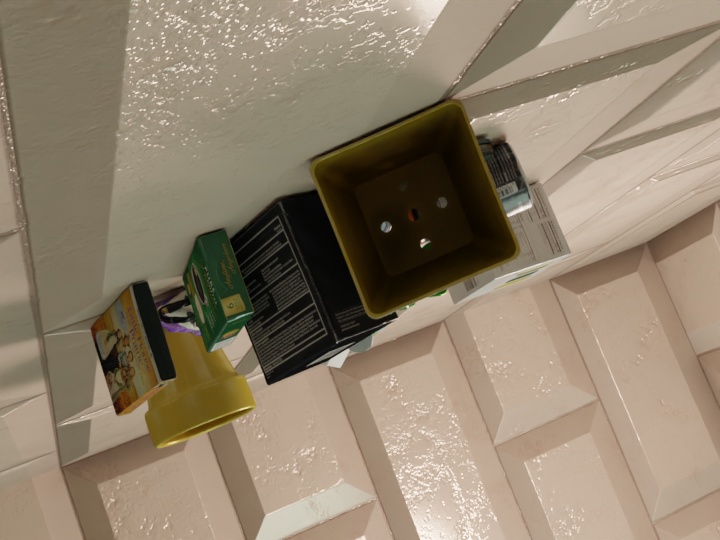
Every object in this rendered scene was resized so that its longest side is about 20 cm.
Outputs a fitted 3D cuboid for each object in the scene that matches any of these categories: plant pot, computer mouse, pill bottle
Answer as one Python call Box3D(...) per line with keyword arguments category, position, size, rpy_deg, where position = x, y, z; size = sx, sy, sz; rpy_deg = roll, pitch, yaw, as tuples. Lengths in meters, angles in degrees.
Box3D(category="plant pot", position=(0.067, -0.073, 1.276), size=(0.197, 0.203, 0.176), rpy_deg=(-23, 180, 2))
Box3D(category="plant pot", position=(-0.312, 0.199, 1.851), size=(0.198, 0.192, 0.201), rpy_deg=(-21, 171, -4))
Box3D(category="computer mouse", position=(-0.216, 0.026, 1.527), size=(0.198, 0.059, 0.034), rpy_deg=(-26, 142, -11))
Box3D(category="pill bottle", position=(0.150, -0.105, 1.513), size=(0.197, 0.108, 0.106), rpy_deg=(-23, 171, 6))

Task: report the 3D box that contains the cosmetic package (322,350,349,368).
Box3D(category="cosmetic package", position=(-0.119, 0.101, 1.780), size=(0.052, 0.198, 0.151), rpy_deg=(-60, 169, 0))

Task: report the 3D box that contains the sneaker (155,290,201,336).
Box3D(category="sneaker", position=(-0.277, 0.069, 1.639), size=(0.082, 0.082, 0.200), rpy_deg=(-7, 167, 15))

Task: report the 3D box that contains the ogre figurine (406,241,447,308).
Box3D(category="ogre figurine", position=(0.102, 0.000, 1.588), size=(0.119, 0.098, 0.201), rpy_deg=(1, -130, 56))

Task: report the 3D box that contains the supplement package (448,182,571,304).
Box3D(category="supplement package", position=(0.262, -0.051, 1.928), size=(0.198, 0.153, 0.152), rpy_deg=(-17, 169, -32))

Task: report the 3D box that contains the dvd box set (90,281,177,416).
Box3D(category="dvd box set", position=(-0.337, 0.119, 1.488), size=(0.029, 0.149, 0.199), rpy_deg=(-12, 167, -36))

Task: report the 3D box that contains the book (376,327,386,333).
Box3D(category="book", position=(-0.071, 0.070, 1.662), size=(0.197, 0.136, 0.048), rpy_deg=(-20, -168, 1))

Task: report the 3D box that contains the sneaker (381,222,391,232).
Box3D(category="sneaker", position=(-0.038, -0.049, 1.490), size=(0.087, 0.076, 0.199), rpy_deg=(-6, 162, -45))

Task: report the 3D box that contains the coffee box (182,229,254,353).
Box3D(category="coffee box", position=(-0.201, 0.033, 1.407), size=(0.043, 0.125, 0.200), rpy_deg=(-17, 168, -20))

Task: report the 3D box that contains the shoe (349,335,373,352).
Box3D(category="shoe", position=(0.002, 0.033, 1.747), size=(0.070, 0.203, 0.091), rpy_deg=(4, -154, 4))

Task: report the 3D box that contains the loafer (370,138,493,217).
Box3D(category="loafer", position=(0.102, -0.125, 1.417), size=(0.197, 0.064, 0.072), rpy_deg=(-21, 171, -13))

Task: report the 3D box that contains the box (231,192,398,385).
Box3D(category="box", position=(-0.077, 0.022, 1.394), size=(0.122, 0.201, 0.199), rpy_deg=(-18, 171, -39))

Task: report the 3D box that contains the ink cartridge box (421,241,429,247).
Box3D(category="ink cartridge box", position=(0.124, -0.076, 1.724), size=(0.114, 0.069, 0.200), rpy_deg=(-16, 168, -25))
